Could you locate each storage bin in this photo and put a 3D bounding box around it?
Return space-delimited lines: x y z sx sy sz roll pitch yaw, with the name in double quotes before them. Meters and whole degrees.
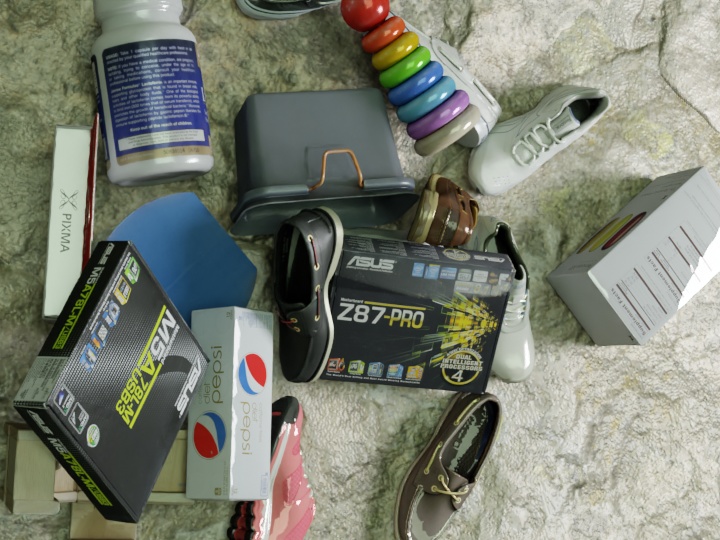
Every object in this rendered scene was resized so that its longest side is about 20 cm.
"storage bin" -0.048 -0.126 1.566 0.199 0.146 0.135 -6 77 -18

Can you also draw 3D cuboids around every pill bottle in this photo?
"pill bottle" -0.225 -0.196 1.520 0.115 0.116 0.201 -8 88 -18

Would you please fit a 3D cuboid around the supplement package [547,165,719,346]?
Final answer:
"supplement package" 0.340 -0.015 1.682 0.200 0.114 0.110 -41 99 -17

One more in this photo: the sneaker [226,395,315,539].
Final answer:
"sneaker" -0.086 0.239 1.562 0.086 0.074 0.201 16 83 -31

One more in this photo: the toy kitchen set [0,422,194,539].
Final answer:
"toy kitchen set" -0.258 0.241 1.440 0.199 0.180 0.164 4 85 -17

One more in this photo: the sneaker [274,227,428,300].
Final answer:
"sneaker" 0.000 0.000 1.607 0.199 0.075 0.089 -1 100 -13

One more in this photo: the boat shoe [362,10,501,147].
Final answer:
"boat shoe" 0.085 -0.234 1.646 0.200 0.072 0.066 44 64 -6

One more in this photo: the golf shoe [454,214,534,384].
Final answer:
"golf shoe" 0.161 0.034 1.632 0.078 0.097 0.201 -18 92 -20

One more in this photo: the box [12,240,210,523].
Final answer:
"box" -0.232 0.107 1.372 0.194 0.047 0.201 62 38 -41

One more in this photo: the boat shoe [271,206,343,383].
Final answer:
"boat shoe" -0.067 0.031 1.525 0.063 0.073 0.203 -18 124 -44

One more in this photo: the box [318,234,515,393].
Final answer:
"box" 0.057 0.050 1.578 0.199 0.049 0.162 7 113 -11

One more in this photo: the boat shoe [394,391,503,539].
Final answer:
"boat shoe" 0.101 0.227 1.615 0.072 0.059 0.201 32 77 -13

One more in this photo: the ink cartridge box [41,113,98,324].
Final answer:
"ink cartridge box" -0.295 -0.049 1.453 0.044 0.176 0.201 3 84 -12

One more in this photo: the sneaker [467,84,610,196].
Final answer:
"sneaker" 0.207 -0.160 1.667 0.200 0.087 0.075 -40 99 -15

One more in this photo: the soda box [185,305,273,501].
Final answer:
"soda box" -0.138 0.142 1.511 0.064 0.068 0.201 12 76 -50

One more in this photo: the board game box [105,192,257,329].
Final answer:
"board game box" -0.208 0.007 1.528 0.158 0.039 0.200 -45 130 -8

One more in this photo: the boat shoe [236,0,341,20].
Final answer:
"boat shoe" -0.043 -0.335 1.612 0.199 0.071 0.073 -17 90 -17

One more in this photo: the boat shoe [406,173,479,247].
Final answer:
"boat shoe" 0.094 -0.058 1.569 0.067 0.200 0.072 19 102 2

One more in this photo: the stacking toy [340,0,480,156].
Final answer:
"stacking toy" 0.047 -0.228 1.573 0.085 0.085 0.201 -37 100 -17
